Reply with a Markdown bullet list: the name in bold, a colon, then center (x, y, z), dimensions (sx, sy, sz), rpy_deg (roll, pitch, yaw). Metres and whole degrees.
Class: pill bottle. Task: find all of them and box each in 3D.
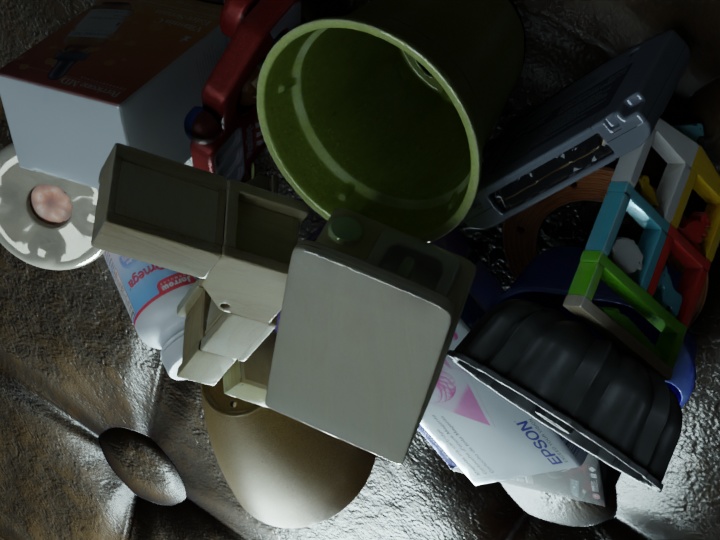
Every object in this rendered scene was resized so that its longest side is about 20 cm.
- **pill bottle**: center (-0.212, 0.014, 1.333), dimensions (0.201, 0.108, 0.109), rpy_deg (61, 143, 21)

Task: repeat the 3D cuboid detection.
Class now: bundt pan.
- **bundt pan**: center (0.172, 0.090, 0.965), dimensions (0.201, 0.076, 0.202), rpy_deg (32, 177, 2)

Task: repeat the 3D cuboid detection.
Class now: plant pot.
- **plant pot**: center (0.045, -0.155, 1.003), dimensions (0.199, 0.184, 0.202), rpy_deg (19, 134, 21)
- **plant pot**: center (-0.097, 0.159, 1.321), dimensions (0.185, 0.188, 0.200), rpy_deg (14, 156, 26)

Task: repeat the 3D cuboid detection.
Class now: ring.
- **ring**: center (0.225, -0.013, 1.114), dimensions (0.199, 0.019, 0.202), rpy_deg (20, 135, 21)

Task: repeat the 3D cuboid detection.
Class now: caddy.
- **caddy**: center (0.211, 0.063, 1.093), dimensions (0.198, 0.105, 0.143), rpy_deg (7, 130, 31)

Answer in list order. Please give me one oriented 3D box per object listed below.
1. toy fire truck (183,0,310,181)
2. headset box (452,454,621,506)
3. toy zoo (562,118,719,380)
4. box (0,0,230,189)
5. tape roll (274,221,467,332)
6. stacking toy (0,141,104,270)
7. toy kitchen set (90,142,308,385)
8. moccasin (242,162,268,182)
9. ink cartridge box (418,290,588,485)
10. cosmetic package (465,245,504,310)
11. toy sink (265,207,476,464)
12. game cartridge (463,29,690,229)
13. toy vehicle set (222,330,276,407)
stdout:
- **toy fire truck**: center (-0.096, -0.160, 1.094), dimensions (0.112, 0.169, 0.200), rpy_deg (32, 160, 8)
- **headset box**: center (0.166, 0.148, 1.249), dimensions (0.198, 0.075, 0.150), rpy_deg (9, 130, 30)
- **toy zoo**: center (0.239, -0.031, 0.967), dimensions (0.131, 0.202, 0.020), rpy_deg (36, 161, -35)
- **box**: center (-0.222, -0.177, 1.168), dimensions (0.151, 0.200, 0.107), rpy_deg (16, 133, 23)
- **tape roll**: center (0.000, 0.000, 1.155), dimensions (0.199, 0.200, 0.085), rpy_deg (-25, 109, 45)
- **stacking toy**: center (-0.312, -0.102, 1.310), dimensions (0.144, 0.200, 0.148), rpy_deg (2, 115, 4)
- **toy kitchen set**: center (-0.162, -0.031, 1.068), dimensions (0.179, 0.165, 0.200), rpy_deg (16, 142, -23)
- **moccasin**: center (-0.130, -0.076, 1.282), dimensions (0.077, 0.074, 0.203), rpy_deg (13, 130, 19)
- **ink cartridge box**: center (0.087, 0.122, 1.144), dimensions (0.197, 0.043, 0.199), rpy_deg (48, 140, -15)
- **cosmetic package**: center (0.045, 0.061, 1.240), dimensions (0.199, 0.113, 0.081), rpy_deg (-22, 111, 47)
- **toy sink**: center (0.011, 0.036, 0.967), dimensions (0.129, 0.112, 0.201), rpy_deg (21, 137, 8)
- **game cartridge**: center (0.174, -0.114, 0.979), dimensions (0.042, 0.133, 0.199), rpy_deg (49, 138, -10)
- **toy vehicle set**: center (-0.089, 0.045, 1.213), dimensions (0.026, 0.202, 0.124), rpy_deg (-33, 139, 33)
